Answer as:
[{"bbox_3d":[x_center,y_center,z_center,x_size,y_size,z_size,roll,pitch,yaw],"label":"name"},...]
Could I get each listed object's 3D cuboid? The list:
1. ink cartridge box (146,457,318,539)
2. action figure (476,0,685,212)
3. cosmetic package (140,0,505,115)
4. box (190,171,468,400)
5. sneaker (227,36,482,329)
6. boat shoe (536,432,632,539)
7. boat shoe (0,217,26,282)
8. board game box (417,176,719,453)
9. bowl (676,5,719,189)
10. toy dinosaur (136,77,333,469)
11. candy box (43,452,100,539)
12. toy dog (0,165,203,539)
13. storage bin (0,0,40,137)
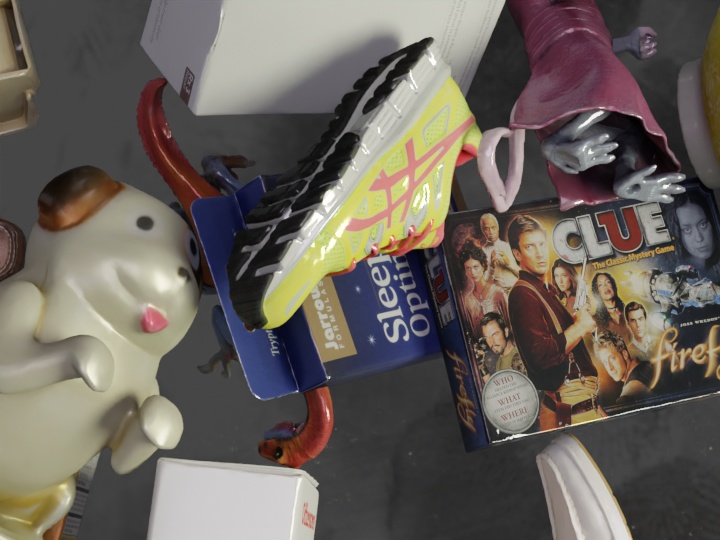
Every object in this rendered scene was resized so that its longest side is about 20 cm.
[{"bbox_3d":[-0.078,0.212,0.829,0.083,0.145,0.203,7,79,3],"label":"ink cartridge box"},{"bbox_3d":[0.125,-0.126,0.903,0.147,0.134,0.202,-18,58,3],"label":"action figure"},{"bbox_3d":[-0.017,-0.157,0.867,0.198,0.114,0.081,-2,40,-36],"label":"cosmetic package"},{"bbox_3d":[0.000,0.000,0.869,0.199,0.032,0.122,-11,78,-44],"label":"box"},{"bbox_3d":[0.008,-0.034,0.808,0.090,0.078,0.201,49,62,-21],"label":"sneaker"},{"bbox_3d":[0.132,0.199,0.875,0.068,0.071,0.202,-17,82,-5],"label":"boat shoe"},{"bbox_3d":[-0.305,-0.007,0.902,0.197,0.072,0.077,-4,79,-2],"label":"boat shoe"},{"bbox_3d":[0.140,0.023,0.894,0.198,0.035,0.137,-9,78,-24],"label":"board game box"},{"bbox_3d":[0.255,-0.099,0.897,0.107,0.199,0.203,-12,78,29],"label":"bowl"},{"bbox_3d":[-0.074,0.021,0.871,0.105,0.200,0.182,-36,50,7],"label":"toy dinosaur"},{"bbox_3d":[-0.226,0.139,0.885,0.114,0.055,0.203,13,80,2],"label":"candy box"},{"bbox_3d":[-0.164,0.046,0.807,0.200,0.194,0.139,-49,120,-1],"label":"toy dog"},{"bbox_3d":[-0.315,-0.173,0.924,0.196,0.094,0.202,-15,80,-5],"label":"storage bin"}]
